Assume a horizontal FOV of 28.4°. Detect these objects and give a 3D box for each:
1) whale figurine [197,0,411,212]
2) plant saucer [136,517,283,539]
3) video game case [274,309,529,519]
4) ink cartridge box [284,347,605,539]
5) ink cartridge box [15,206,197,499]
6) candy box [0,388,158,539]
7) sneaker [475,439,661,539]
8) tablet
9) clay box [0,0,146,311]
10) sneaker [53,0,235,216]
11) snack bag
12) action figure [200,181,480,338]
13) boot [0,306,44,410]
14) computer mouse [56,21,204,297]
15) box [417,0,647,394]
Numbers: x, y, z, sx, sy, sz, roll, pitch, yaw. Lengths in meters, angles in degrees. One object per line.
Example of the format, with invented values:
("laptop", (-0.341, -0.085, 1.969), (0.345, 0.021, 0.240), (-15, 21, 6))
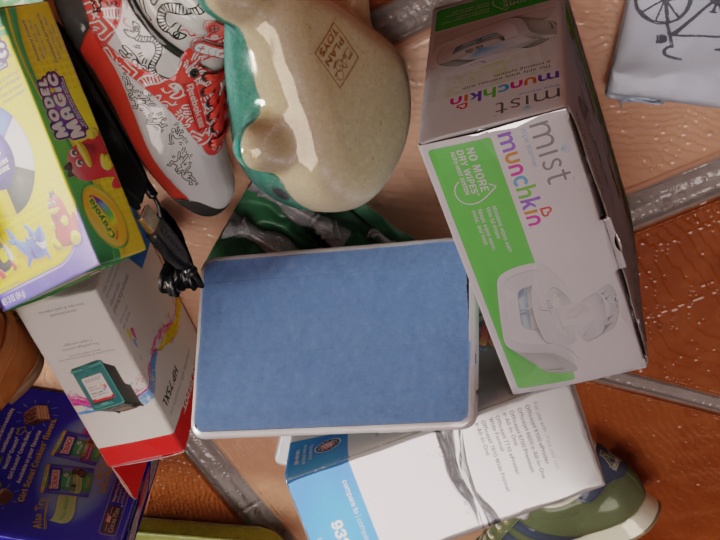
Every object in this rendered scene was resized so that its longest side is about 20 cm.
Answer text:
("whale figurine", (-0.050, -0.127, 0.910), (0.104, 0.159, 0.200), (3, 143, 38))
("plant saucer", (-0.156, 0.292, 1.289), (0.200, 0.048, 0.200), (4, 127, 5))
("video game case", (0.052, 0.080, 1.071), (0.200, 0.024, 0.182), (13, 99, -2))
("ink cartridge box", (0.056, 0.125, 0.993), (0.200, 0.145, 0.084), (-20, 99, 4))
("ink cartridge box", (-0.175, 0.063, 1.078), (0.067, 0.116, 0.200), (-13, 125, 15))
("candy box", (-0.275, 0.173, 1.139), (0.200, 0.169, 0.077), (11, 126, -1))
("sneaker", (0.140, 0.201, 1.179), (0.200, 0.067, 0.090), (-27, 111, 24))
("tablet", (-0.018, 0.046, 0.955), (0.200, 0.130, 0.014), (-5, 161, 19))
("clay box", (-0.225, -0.085, 0.929), (0.115, 0.048, 0.200), (-22, 91, 41))
("sneaker", (-0.110, -0.130, 0.956), (0.108, 0.067, 0.202), (-18, 120, 22))
("snack bag", (0.264, -0.183, 0.899), (0.188, 0.021, 0.200), (7, 127, 3))
("action figure", (0.000, 0.000, 1.019), (0.200, 0.055, 0.118), (29, 104, -7))
("boot", (-0.304, 0.106, 0.998), (0.074, 0.200, 0.155), (32, 167, 6))
("computer mouse", (-0.172, -0.066, 0.964), (0.046, 0.140, 0.200), (-29, 121, -3))
("box", (0.116, -0.055, 0.916), (0.097, 0.177, 0.200), (-13, 125, 16))
